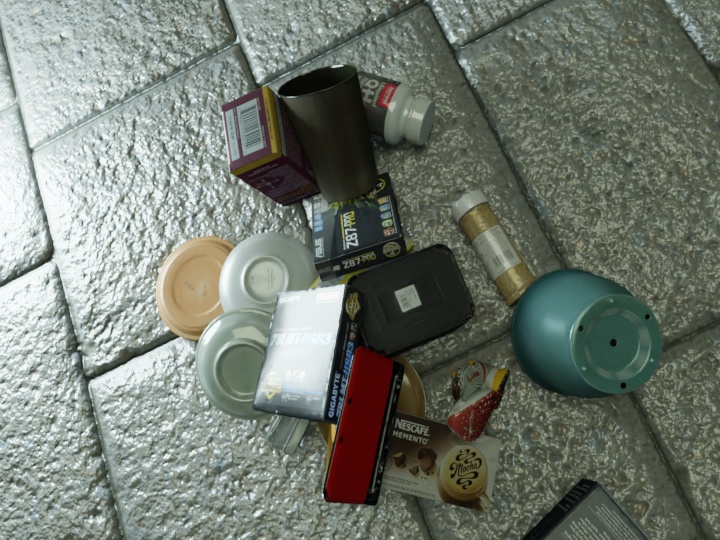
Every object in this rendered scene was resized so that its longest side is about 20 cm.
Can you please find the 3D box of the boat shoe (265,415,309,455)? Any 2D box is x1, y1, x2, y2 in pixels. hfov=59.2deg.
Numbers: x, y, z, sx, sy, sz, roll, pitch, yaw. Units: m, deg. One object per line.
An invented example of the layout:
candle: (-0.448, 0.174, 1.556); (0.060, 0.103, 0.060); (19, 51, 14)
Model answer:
boat shoe: (-0.102, 0.206, 1.075); (0.070, 0.070, 0.206); (24, 85, 2)

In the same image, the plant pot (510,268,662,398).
plant pot: (0.346, 0.101, 0.950); (0.193, 0.188, 0.207); (0, 91, -2)

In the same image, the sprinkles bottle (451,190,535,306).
sprinkles bottle: (0.232, -0.039, 1.102); (0.067, 0.068, 0.204); (-29, 72, 3)

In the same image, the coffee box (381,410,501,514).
coffee box: (0.110, 0.295, 0.994); (0.195, 0.080, 0.116); (18, 77, -13)

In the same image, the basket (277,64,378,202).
basket: (-0.046, -0.237, 1.118); (0.134, 0.204, 0.179); (-31, 30, -20)

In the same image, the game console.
game console: (-0.015, 0.222, 0.922); (0.116, 0.171, 0.206); (19, 76, -23)

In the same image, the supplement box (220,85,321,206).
supplement box: (-0.155, -0.219, 1.155); (0.101, 0.199, 0.135); (-17, 71, 18)

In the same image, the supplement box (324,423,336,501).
supplement box: (-0.019, 0.274, 1.047); (0.064, 0.069, 0.207); (0, 74, 9)

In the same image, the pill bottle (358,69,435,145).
pill bottle: (0.036, -0.303, 1.190); (0.195, 0.111, 0.113); (21, 80, 16)

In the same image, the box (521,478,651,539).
box: (0.305, 0.416, 0.926); (0.199, 0.149, 0.107); (-43, 71, -1)

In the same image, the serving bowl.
serving bowl: (-0.167, 0.023, 1.154); (0.193, 0.066, 0.207); (0, 78, 2)

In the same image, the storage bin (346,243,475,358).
storage bin: (0.076, 0.057, 1.063); (0.195, 0.094, 0.139); (-19, 77, -15)

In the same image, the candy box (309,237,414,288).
candy box: (0.000, 0.000, 1.139); (0.101, 0.027, 0.201); (36, 71, 13)

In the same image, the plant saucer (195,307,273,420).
plant saucer: (-0.199, 0.171, 1.107); (0.193, 0.050, 0.207); (1, 99, 3)

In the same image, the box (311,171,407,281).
box: (-0.007, -0.082, 1.126); (0.157, 0.050, 0.203); (-18, 40, 10)

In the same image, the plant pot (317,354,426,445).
plant pot: (0.018, 0.235, 1.098); (0.193, 0.028, 0.207); (-3, 76, 12)

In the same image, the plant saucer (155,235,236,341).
plant saucer: (-0.304, 0.032, 1.216); (0.194, 0.032, 0.207); (-3, 74, 12)

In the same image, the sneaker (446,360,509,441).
sneaker: (0.172, 0.201, 1.000); (0.080, 0.199, 0.080); (19, 108, 21)

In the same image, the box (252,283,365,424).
box: (-0.084, 0.130, 1.006); (0.197, 0.049, 0.205); (-6, 69, 49)
